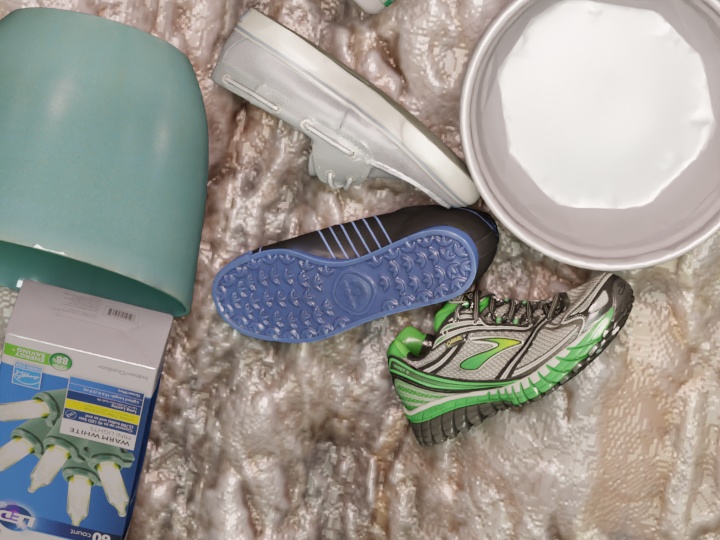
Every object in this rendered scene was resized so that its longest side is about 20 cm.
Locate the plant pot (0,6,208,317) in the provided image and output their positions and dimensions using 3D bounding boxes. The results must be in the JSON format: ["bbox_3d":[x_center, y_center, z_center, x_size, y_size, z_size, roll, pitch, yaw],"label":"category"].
[{"bbox_3d":[-0.187,-0.074,1.534,0.199,0.201,0.162,14,80,-2],"label":"plant pot"}]

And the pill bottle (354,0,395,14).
[{"bbox_3d":[0.049,-0.269,1.534,0.200,0.113,0.113,-39,97,8],"label":"pill bottle"}]

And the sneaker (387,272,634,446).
[{"bbox_3d":[0.094,0.047,1.578,0.199,0.078,0.085,-27,96,34],"label":"sneaker"}]

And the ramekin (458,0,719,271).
[{"bbox_3d":[0.162,-0.106,1.566,0.199,0.105,0.202,0,100,0],"label":"ramekin"}]

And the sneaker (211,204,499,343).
[{"bbox_3d":[0.000,0.000,1.610,0.199,0.078,0.071,-8,103,24],"label":"sneaker"}]

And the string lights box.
[{"bbox_3d":[-0.193,0.109,1.589,0.102,0.059,0.201,13,128,-2],"label":"string lights box"}]

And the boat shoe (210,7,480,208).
[{"bbox_3d":[-0.012,-0.092,1.584,0.200,0.070,0.072,36,98,7],"label":"boat shoe"}]
